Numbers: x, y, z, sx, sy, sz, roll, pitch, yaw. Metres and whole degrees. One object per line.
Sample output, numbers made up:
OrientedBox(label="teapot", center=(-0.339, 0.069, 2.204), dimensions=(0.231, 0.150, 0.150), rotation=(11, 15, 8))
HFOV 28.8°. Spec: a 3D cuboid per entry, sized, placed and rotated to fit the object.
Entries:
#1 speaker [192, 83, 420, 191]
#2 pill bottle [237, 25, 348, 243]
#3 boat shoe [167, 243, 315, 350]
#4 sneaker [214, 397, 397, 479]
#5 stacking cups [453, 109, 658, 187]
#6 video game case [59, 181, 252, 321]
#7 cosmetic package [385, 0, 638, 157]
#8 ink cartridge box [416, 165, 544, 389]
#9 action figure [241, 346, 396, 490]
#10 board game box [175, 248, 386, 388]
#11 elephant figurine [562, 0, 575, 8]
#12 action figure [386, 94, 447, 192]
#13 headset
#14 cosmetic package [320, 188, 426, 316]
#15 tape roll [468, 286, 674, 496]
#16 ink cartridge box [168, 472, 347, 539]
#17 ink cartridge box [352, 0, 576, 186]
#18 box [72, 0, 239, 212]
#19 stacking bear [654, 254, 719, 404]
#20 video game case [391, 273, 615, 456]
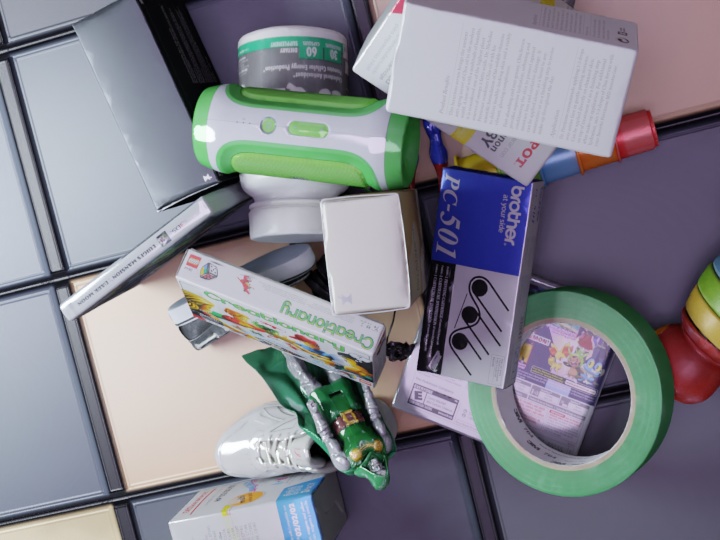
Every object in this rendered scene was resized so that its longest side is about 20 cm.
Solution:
OrientedBox(label="speaker", center=(-0.049, -0.123, 1.286), dimensions=(0.198, 0.088, 0.089), rotation=(7, 99, 14))
OrientedBox(label="pill bottle", center=(-0.065, -0.132, 1.393), dimensions=(0.112, 0.113, 0.202), rotation=(-3, 86, 11))
OrientedBox(label="boat shoe", center=(-0.114, 0.034, 1.446), dimensions=(0.198, 0.074, 0.068), rotation=(-25, 101, 31))
OrientedBox(label="sneaker", center=(-0.065, 0.178, 1.460), dimensions=(0.198, 0.099, 0.079), rotation=(-14, 95, 12))
OrientedBox(label="stacking cups", center=(0.194, -0.114, 1.389), dimensions=(0.198, 0.060, 0.061), rotation=(-17, 94, 13))
OrientedBox(label="video game case", center=(-0.194, -0.025, 1.405), dimensions=(0.181, 0.200, 0.023), rotation=(-36, 91, 13))
OrientedBox(label="cosmetic package", center=(0.129, -0.174, 1.202), dimensions=(0.198, 0.071, 0.102), rotation=(13, 120, 3))
OrientedBox(label="ink cartridge box", center=(0.115, 0.006, 1.360), dimensions=(0.093, 0.044, 0.202), rotation=(11, 100, 22))
OrientedBox(label="action figure", center=(-0.023, 0.135, 1.406), dimensions=(0.117, 0.055, 0.201), rotation=(-23, 61, -19))
OrientedBox(label="board game box", center=(-0.072, 0.047, 1.332), dimensions=(0.198, 0.126, 0.035), rotation=(21, 73, 8))
OrientedBox(label="elephant figurine", center=(0.149, -0.262, 1.353), dimensions=(0.154, 0.141, 0.202), rotation=(-7, 103, 46))
OrientedBox(label="action figure", center=(0.060, -0.165, 1.417), dimensions=(0.065, 0.052, 0.202), rotation=(-4, 95, 15))
OrientedBox(label="headset", center=(0.000, 0.000, 1.426), dimensions=(0.123, 0.094, 0.201), rotation=(-28, 82, 13))
OrientedBox(label="cosmetic package", center=(0.016, -0.021, 1.283), dimensions=(0.070, 0.200, 0.106), rotation=(-6, 95, 7))
OrientedBox(label="tape roll", center=(0.205, 0.118, 1.377), dimensions=(0.199, 0.048, 0.203), rotation=(3, 96, 28))
OrientedBox(label="ink cartridge box", center=(-0.124, 0.267, 1.476), dimensions=(0.198, 0.115, 0.069), rotation=(-13, 95, 12))
OrientedBox(label="ink cartridge box", center=(0.116, -0.196, 1.282), dimensions=(0.199, 0.084, 0.146), rotation=(33, 120, -8))
OrientedBox(label="box", center=(-0.192, -0.171, 1.415), dimensions=(0.078, 0.141, 0.202), rotation=(-24, 92, 12))
OrientedBox(label="stacking bear", center=(0.358, 0.045, 1.362), dimensions=(0.114, 0.121, 0.200), rotation=(43, 113, 10))
OrientedBox(label="video game case", center=(0.153, 0.091, 1.447), dimensions=(0.198, 0.023, 0.184), rotation=(21, 101, 8))
